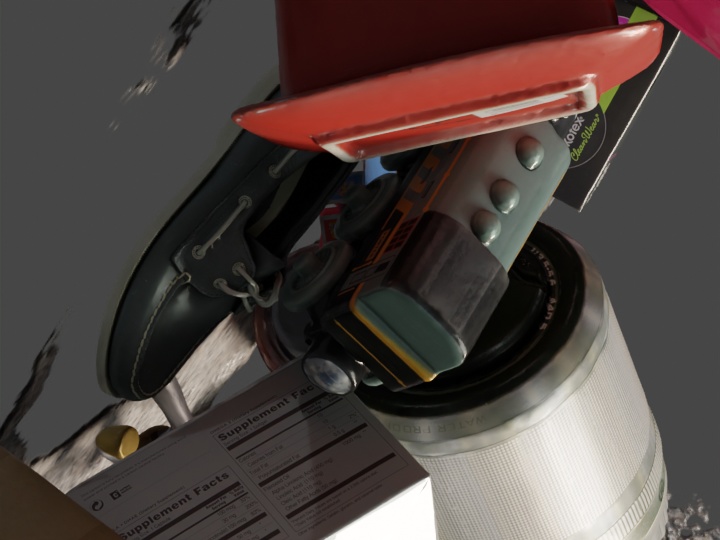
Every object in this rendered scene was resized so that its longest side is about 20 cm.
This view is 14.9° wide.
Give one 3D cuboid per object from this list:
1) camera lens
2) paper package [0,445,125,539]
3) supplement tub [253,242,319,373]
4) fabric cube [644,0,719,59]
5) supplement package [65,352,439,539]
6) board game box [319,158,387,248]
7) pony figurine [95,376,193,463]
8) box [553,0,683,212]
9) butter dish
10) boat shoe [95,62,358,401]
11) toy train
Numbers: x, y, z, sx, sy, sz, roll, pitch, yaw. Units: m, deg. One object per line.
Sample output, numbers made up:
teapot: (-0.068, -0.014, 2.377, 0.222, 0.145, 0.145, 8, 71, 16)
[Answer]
camera lens: (0.076, 0.081, 1.507, 0.160, 0.160, 0.200, -51, 137, -26)
paper package: (-0.221, 0.201, 1.289, 0.191, 0.103, 0.200, -60, 171, 33)
supplement tub: (-0.015, 0.039, 1.822, 0.107, 0.107, 0.200, -54, 172, -5)
fabric cube: (0.205, -0.249, 1.503, 0.196, 0.200, 0.199, -55, -178, -2)
supplement package: (-0.046, 0.172, 1.428, 0.155, 0.111, 0.200, -30, 140, -19)
board game box: (0.000, 0.000, 1.644, 0.158, 0.039, 0.201, -59, 144, -78)
pony figurine: (-0.067, 0.126, 1.587, 0.167, 0.193, 0.200, -62, 172, -19)
box: (0.141, -0.157, 1.758, 0.149, 0.124, 0.200, -64, 175, 29)
butter dish: (0.034, -0.138, 1.285, 0.199, 0.148, 0.200, -11, 177, 5)
boat shoe: (-0.065, -0.012, 1.414, 0.200, 0.062, 0.073, -57, 154, 0)
toy train: (0.042, -0.021, 1.392, 0.114, 0.085, 0.200, -20, -150, 52)
